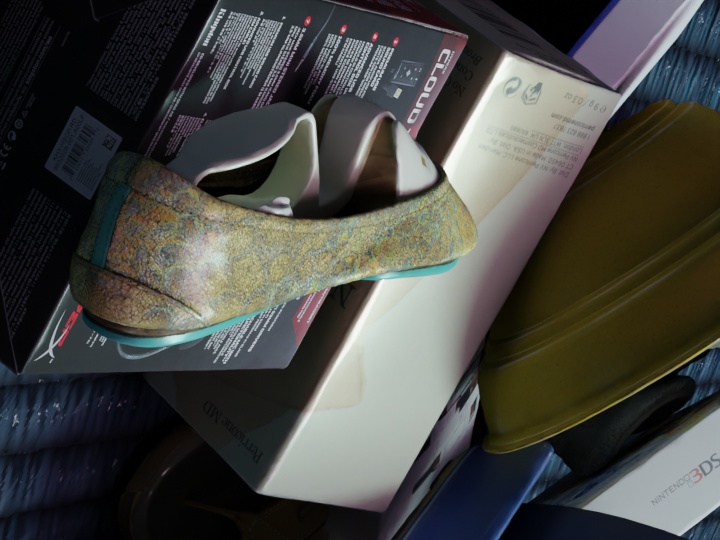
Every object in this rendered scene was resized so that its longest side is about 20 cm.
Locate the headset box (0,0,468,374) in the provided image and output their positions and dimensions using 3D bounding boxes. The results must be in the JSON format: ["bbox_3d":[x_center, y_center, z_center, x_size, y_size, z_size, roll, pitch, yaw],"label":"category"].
[{"bbox_3d":[-0.055,-0.044,0.889,0.149,0.075,0.200,-61,155,14],"label":"headset box"}]

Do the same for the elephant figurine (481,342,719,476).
[{"bbox_3d":[0.121,0.041,1.291,0.200,0.142,0.155,-43,129,11],"label":"elephant figurine"}]

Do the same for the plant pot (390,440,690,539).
[{"bbox_3d":[0.055,0.204,1.064,0.200,0.180,0.200,-54,177,39],"label":"plant pot"}]

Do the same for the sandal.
[{"bbox_3d":[-0.042,0.125,1.140,0.080,0.054,0.200,-54,144,-16],"label":"sandal"}]

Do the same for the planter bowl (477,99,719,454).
[{"bbox_3d":[0.113,-0.014,1.053,0.200,0.084,0.200,-33,-177,2],"label":"planter bowl"}]

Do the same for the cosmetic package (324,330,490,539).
[{"bbox_3d":[0.015,0.079,1.176,0.083,0.051,0.200,-48,164,-22],"label":"cosmetic package"}]

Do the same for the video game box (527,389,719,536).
[{"bbox_3d":[0.117,0.127,1.278,0.200,0.047,0.182,-31,175,-38],"label":"video game box"}]

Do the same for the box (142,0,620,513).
[{"bbox_3d":[0.006,-0.012,1.009,0.078,0.095,0.200,14,108,-47],"label":"box"}]

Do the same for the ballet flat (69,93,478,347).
[{"bbox_3d":[-0.017,-0.024,0.820,0.200,0.071,0.071,-16,135,-54],"label":"ballet flat"}]

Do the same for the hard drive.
[{"bbox_3d":[0.119,-0.102,1.122,0.132,0.025,0.200,-50,176,-13],"label":"hard drive"}]
